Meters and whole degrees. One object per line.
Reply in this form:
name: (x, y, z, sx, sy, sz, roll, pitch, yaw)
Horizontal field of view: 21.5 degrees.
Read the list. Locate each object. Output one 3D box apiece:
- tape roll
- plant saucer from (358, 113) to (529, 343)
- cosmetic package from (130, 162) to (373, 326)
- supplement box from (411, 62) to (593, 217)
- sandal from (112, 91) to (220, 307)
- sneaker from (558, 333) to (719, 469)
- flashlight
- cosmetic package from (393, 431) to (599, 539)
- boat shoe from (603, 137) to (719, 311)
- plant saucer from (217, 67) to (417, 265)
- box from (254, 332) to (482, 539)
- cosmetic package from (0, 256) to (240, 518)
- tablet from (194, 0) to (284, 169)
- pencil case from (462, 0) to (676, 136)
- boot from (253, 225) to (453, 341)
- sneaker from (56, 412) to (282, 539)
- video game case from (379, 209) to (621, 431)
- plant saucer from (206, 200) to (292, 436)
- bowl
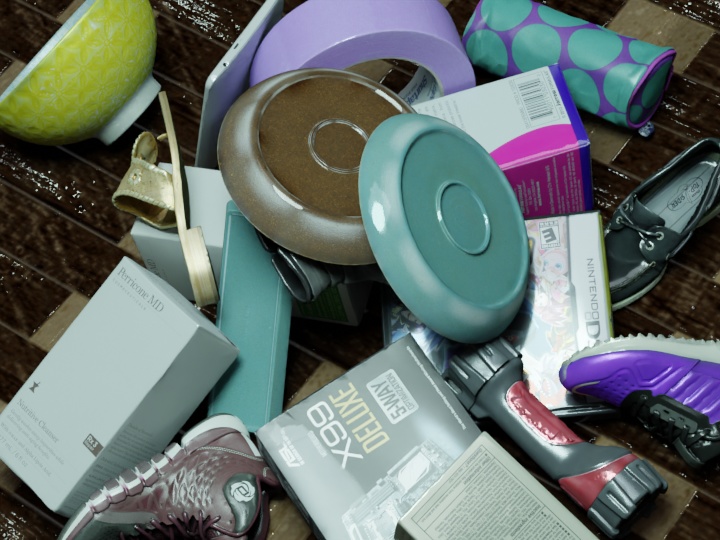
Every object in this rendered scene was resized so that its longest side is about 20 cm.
tape roll: (0.002, -0.166, 1.729, 0.199, 0.201, 0.066, -17, 52, -2)
plant saucer: (0.077, -0.040, 1.561, 0.027, 0.200, 0.201, -24, 44, 39)
cosmetic package: (-0.092, -0.024, 1.705, 0.198, 0.108, 0.085, 7, 58, 17)
supplement box: (0.101, -0.094, 1.720, 0.198, 0.104, 0.102, -15, 54, -1)
sandal: (-0.178, -0.060, 1.637, 0.069, 0.078, 0.213, -15, 63, -4)
sneaker: (0.261, 0.110, 1.547, 0.198, 0.070, 0.100, 3, 72, -2)
flashlight: (0.159, 0.128, 1.552, 0.067, 0.068, 0.200, -25, 62, -39)
cosmetic package: (0.130, 0.233, 1.457, 0.103, 0.073, 0.200, -43, 79, -14)
boat shoe: (0.258, -0.045, 1.674, 0.199, 0.066, 0.075, -37, 59, -13)
plant saucer: (-0.019, -0.096, 1.585, 0.198, 0.032, 0.201, 8, 56, -12)
box: (0.031, 0.175, 1.551, 0.157, 0.050, 0.201, -31, 67, -11)
cosmetic package: (-0.210, 0.104, 1.614, 0.113, 0.081, 0.201, 37, 92, 31)
tablet: (-0.112, -0.167, 1.759, 0.014, 0.200, 0.130, 31, 64, 7)
pencil case: (0.195, -0.200, 1.787, 0.199, 0.086, 0.092, 26, 25, 27)
boot: (0.000, 0.000, 1.588, 0.131, 0.070, 0.200, -28, 70, -32)
sneaker: (-0.150, 0.212, 1.570, 0.200, 0.076, 0.115, -37, 59, -16)
video game case: (0.117, 0.046, 1.633, 0.198, 0.026, 0.182, -6, 71, 8)
plant saucer: (-0.095, 0.044, 1.635, 0.069, 0.019, 0.202, 8, 96, 17)
bowl: (-0.258, -0.186, 1.838, 0.108, 0.200, 0.201, 43, 65, -13)
